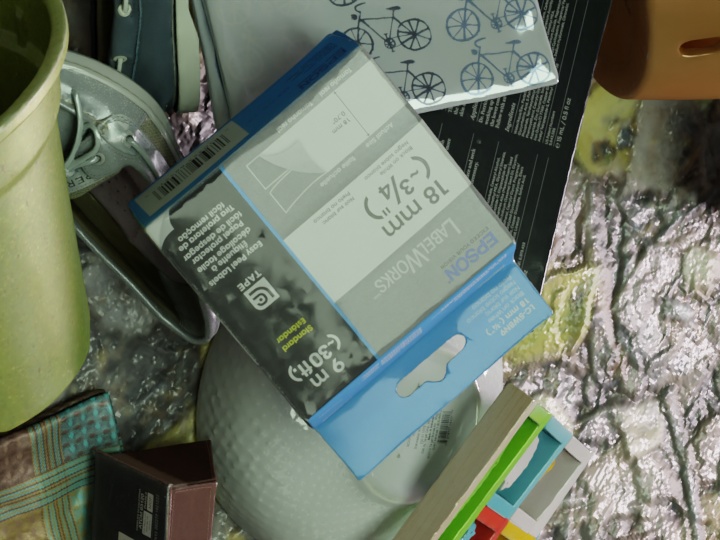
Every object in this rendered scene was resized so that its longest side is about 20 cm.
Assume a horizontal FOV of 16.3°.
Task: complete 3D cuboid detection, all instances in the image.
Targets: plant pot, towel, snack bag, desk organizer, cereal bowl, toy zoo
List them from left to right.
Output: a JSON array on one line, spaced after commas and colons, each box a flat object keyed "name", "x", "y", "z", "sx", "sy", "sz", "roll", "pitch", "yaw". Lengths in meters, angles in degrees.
[{"name": "plant pot", "x": -0.214, "y": -0.022, "z": 1.199, "sx": 0.200, "sy": 0.200, "sz": 0.184, "roll": -35, "pitch": 133, "yaw": -25}, {"name": "towel", "x": -0.177, "y": 0.180, "z": 1.381, "sx": 0.147, "sy": 0.022, "sz": 0.200, "roll": -25, "pitch": 117, "yaw": -31}, {"name": "desk organizer", "x": -0.101, "y": 0.199, "z": 1.389, "sx": 0.077, "sy": 0.072, "sz": 0.200, "roll": -6, "pitch": 106, "yaw": -39}, {"name": "snack bag", "x": -0.003, "y": -0.176, "z": 1.329, "sx": 0.188, "sy": 0.021, "sz": 0.200, "roll": -12, "pitch": 87, "yaw": -15}, {"name": "cereal bowl", "x": 0.008, "y": 0.078, "z": 1.454, "sx": 0.200, "sy": 0.083, "sz": 0.200, "roll": -11, "pitch": 109, "yaw": -35}, {"name": "toy zoo", "x": 0.081, "y": 0.144, "z": 1.509, "sx": 0.131, "sy": 0.020, "sz": 0.200, "roll": -53, "pitch": 158, "yaw": -2}, {"name": "plant pot", "x": 0.200, "y": -0.183, "z": 1.469, "sx": 0.140, "sy": 0.200, "sz": 0.200, "roll": -15, "pitch": 113, "yaw": -15}]

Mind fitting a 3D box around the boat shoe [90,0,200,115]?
[{"name": "boat shoe", "x": -0.123, "y": -0.167, "z": 1.284, "sx": 0.062, "sy": 0.075, "sz": 0.200, "roll": -13, "pitch": 127, "yaw": -13}]

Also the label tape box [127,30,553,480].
[{"name": "label tape box", "x": 0.000, "y": 0.000, "z": 1.292, "sx": 0.144, "sy": 0.063, "sz": 0.200, "roll": -41, "pitch": 108, "yaw": -3}]

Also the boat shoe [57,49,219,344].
[{"name": "boat shoe", "x": -0.128, "y": -0.041, "z": 1.309, "sx": 0.202, "sy": 0.074, "sz": 0.065, "roll": 52, "pitch": 34, "yaw": -42}]

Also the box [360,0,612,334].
[{"name": "box", "x": 0.042, "y": -0.078, "z": 1.386, "sx": 0.141, "sy": 0.079, "sz": 0.200, "roll": 18, "pitch": 80, "yaw": -20}]

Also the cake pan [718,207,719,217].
[{"name": "cake pan", "x": 0.320, "y": -0.077, "z": 1.593, "sx": 0.200, "sy": 0.200, "sz": 0.037, "roll": -25, "pitch": 74, "yaw": -30}]
